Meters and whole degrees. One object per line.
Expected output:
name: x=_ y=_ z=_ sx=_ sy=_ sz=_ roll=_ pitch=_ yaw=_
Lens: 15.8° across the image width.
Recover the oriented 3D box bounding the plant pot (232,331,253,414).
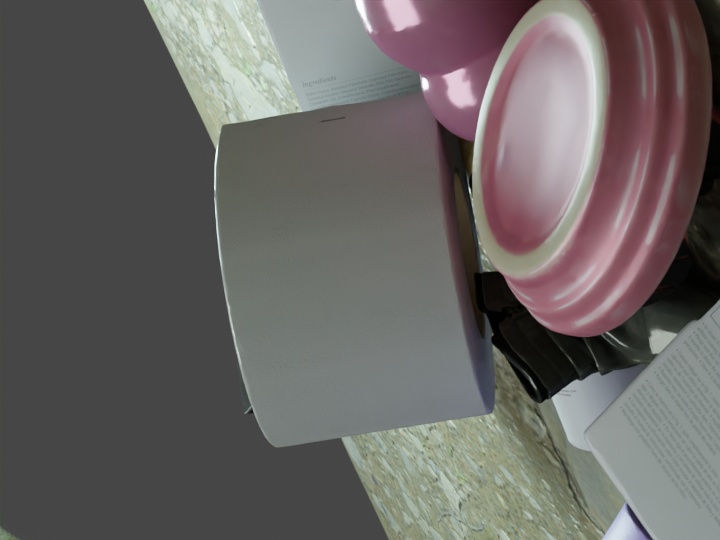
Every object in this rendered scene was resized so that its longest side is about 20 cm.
plant pot: x=-0.025 y=0.009 z=2.287 sx=0.200 sy=0.199 sz=0.178 roll=122 pitch=133 yaw=-79

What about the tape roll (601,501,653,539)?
tape roll: x=0.221 y=0.212 z=1.490 sx=0.200 sy=0.066 sz=0.200 roll=30 pitch=-171 yaw=-5

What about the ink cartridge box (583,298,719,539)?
ink cartridge box: x=0.224 y=0.096 z=1.295 sx=0.043 sy=0.174 sz=0.200 roll=23 pitch=-154 yaw=-48

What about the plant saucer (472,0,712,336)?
plant saucer: x=0.113 y=-0.067 z=1.363 sx=0.200 sy=0.051 sz=0.201 roll=-172 pitch=90 yaw=-67

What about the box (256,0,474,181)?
box: x=0.010 y=-0.163 z=1.703 sx=0.125 sy=0.097 sz=0.201 roll=-64 pitch=-43 yaw=-55

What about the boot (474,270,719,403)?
boot: x=0.155 y=0.048 z=1.525 sx=0.200 sy=0.130 sz=0.068 roll=54 pitch=167 yaw=47

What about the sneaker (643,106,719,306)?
sneaker: x=0.149 y=-0.049 z=1.448 sx=0.200 sy=0.073 sz=0.087 roll=112 pitch=148 yaw=-49

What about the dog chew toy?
dog chew toy: x=0.081 y=-0.132 z=1.511 sx=0.200 sy=0.124 sz=0.125 roll=57 pitch=173 yaw=-17

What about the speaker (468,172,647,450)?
speaker: x=0.139 y=0.016 z=1.685 sx=0.201 sy=0.081 sz=0.081 roll=67 pitch=170 yaw=-22

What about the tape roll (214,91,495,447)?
tape roll: x=0.000 y=0.000 z=1.595 sx=0.203 sy=0.139 sz=0.204 roll=-8 pitch=-90 yaw=-83
